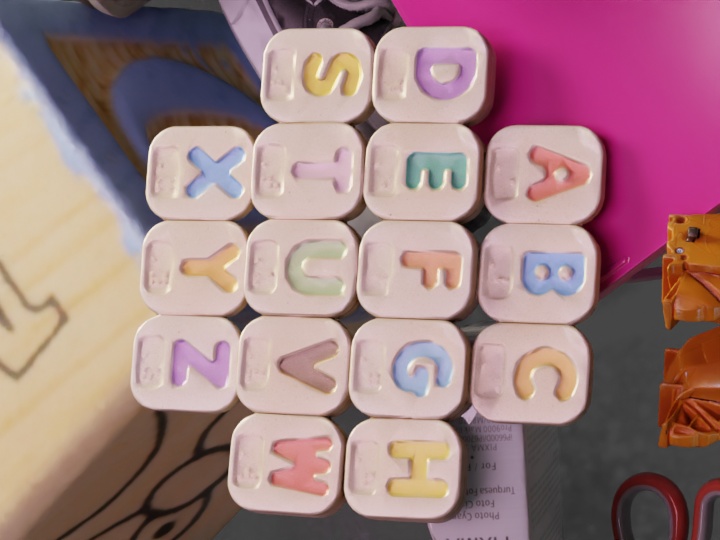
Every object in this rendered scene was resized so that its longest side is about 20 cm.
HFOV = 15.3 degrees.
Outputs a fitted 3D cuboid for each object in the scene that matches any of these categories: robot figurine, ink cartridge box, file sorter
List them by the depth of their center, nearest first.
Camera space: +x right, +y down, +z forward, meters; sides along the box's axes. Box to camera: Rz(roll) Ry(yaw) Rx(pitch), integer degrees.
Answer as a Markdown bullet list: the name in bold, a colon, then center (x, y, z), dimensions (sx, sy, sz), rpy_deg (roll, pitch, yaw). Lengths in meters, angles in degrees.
- **robot figurine**: center (0.217, 0.032, 1.041), dimensions (0.200, 0.058, 0.145), rpy_deg (4, 135, 10)
- **file sorter**: center (0.120, -0.108, 1.117), dimensions (0.139, 0.125, 0.200), rpy_deg (-39, 72, 29)
- **ink cartridge box**: center (0.059, 0.125, 1.152), dimensions (0.047, 0.160, 0.200), rpy_deg (-1, 92, 9)

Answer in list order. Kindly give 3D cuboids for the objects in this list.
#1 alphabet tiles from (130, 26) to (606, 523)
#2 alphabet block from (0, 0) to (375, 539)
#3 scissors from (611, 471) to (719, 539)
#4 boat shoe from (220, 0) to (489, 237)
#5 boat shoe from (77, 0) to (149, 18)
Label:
- **alphabet tiles**: center (0.000, 0.000, 1.079), dimensions (0.195, 0.015, 0.200), rpy_deg (2, 82, 18)
- **alphabet block**: center (-0.123, 0.010, 1.257), dimensions (0.200, 0.195, 0.196), rpy_deg (-47, 66, 27)
- **scissors**: center (0.130, 0.184, 1.195), dimensions (0.073, 0.014, 0.200), rpy_deg (16, 101, 32)
- **boat shoe**: center (-0.006, -0.093, 1.223), dimensions (0.068, 0.074, 0.200), rpy_deg (-33, 64, 10)
- **boat shoe**: center (-0.119, -0.158, 1.227), dimensions (0.060, 0.202, 0.072), rpy_deg (16, 98, 10)
